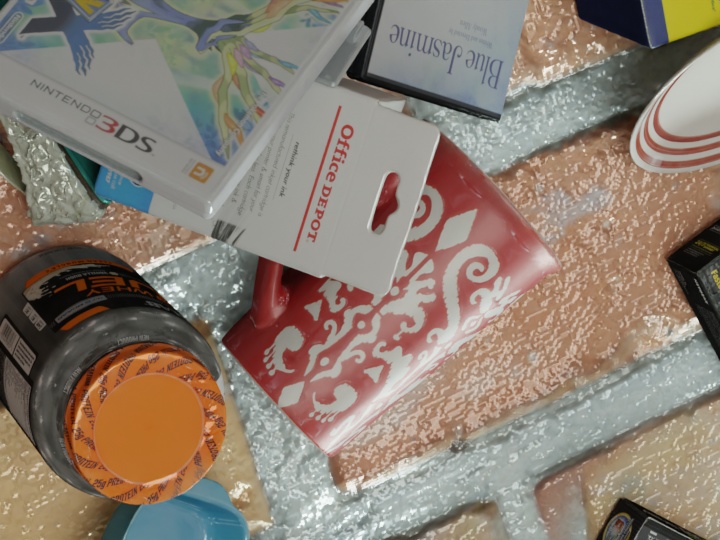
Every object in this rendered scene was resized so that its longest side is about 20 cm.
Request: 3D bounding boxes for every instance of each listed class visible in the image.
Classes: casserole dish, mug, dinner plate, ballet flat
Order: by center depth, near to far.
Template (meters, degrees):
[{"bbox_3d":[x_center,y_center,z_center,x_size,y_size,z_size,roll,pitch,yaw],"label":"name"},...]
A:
[{"bbox_3d":[-0.219,-0.110,1.554,0.072,0.072,0.200,-29,112,-12],"label":"ballet flat"},{"bbox_3d":[0.001,0.001,1.653,0.200,0.133,0.178,-44,94,0],"label":"mug"},{"bbox_3d":[-0.143,0.231,1.671,0.121,0.039,0.200,24,82,-47],"label":"casserole dish"},{"bbox_3d":[0.268,-0.133,1.708,0.200,0.200,0.024,-24,68,-10],"label":"dinner plate"}]

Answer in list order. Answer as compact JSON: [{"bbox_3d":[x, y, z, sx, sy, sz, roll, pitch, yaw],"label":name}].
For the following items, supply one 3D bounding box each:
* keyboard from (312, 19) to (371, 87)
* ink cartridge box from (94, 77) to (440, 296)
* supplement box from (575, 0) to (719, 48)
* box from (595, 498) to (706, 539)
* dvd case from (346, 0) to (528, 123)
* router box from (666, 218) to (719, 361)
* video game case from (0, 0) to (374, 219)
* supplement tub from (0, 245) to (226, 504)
[{"bbox_3d":[-0.094,-0.166,1.536,0.011,0.200,0.056,95,20,-56],"label":"keyboard"},{"bbox_3d":[-0.050,-0.070,1.551,0.200,0.067,0.116,21,100,13],"label":"ink cartridge box"},{"bbox_3d":[0.246,-0.238,1.679,0.200,0.109,0.110,-20,112,-16],"label":"supplement box"},{"bbox_3d":[0.236,0.280,1.868,0.200,0.044,0.160,28,94,-27],"label":"box"},{"bbox_3d":[0.064,-0.206,1.620,0.143,0.018,0.201,12,92,-47],"label":"dvd case"},{"bbox_3d":[0.329,0.032,1.825,0.149,0.051,0.200,-36,115,-11],"label":"router box"},{"bbox_3d":[-0.115,-0.143,1.500,0.200,0.182,0.022,-55,165,-30],"label":"video game case"},{"bbox_3d":[-0.158,0.066,1.553,0.122,0.200,0.123,-7,108,-21],"label":"supplement tub"}]
